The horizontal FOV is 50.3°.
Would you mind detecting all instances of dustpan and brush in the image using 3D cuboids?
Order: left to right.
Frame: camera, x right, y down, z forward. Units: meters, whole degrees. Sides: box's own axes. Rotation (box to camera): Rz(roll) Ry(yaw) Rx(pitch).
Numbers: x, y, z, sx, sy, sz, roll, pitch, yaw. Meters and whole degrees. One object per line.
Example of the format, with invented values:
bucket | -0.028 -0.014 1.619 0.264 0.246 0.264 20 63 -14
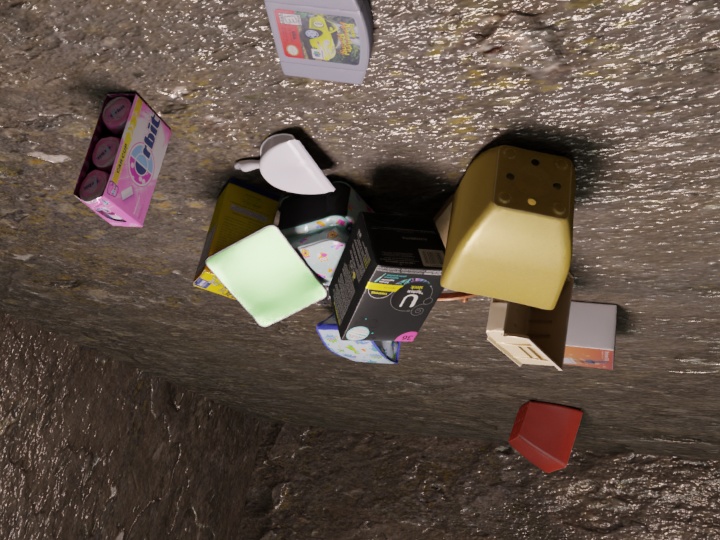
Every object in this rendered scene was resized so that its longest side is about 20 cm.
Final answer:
dustpan and brush | -0.152 -0.186 1.363 0.198 0.058 0.140 -8 141 29

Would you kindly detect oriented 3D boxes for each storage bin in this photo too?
storage bin | 0.336 0.068 1.517 0.093 0.203 0.198 -1 156 35

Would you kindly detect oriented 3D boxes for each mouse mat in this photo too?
mouse mat | -0.173 0.014 1.427 0.159 0.008 0.201 -26 126 15

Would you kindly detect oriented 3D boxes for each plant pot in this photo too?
plant pot | 0.246 -0.085 1.212 0.193 0.196 0.201 11 150 2
plant pot | 0.620 0.551 2.622 0.174 0.202 0.200 24 159 3

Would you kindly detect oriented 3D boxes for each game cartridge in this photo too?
game cartridge | -0.050 -0.314 0.994 0.131 0.041 0.200 5 158 7

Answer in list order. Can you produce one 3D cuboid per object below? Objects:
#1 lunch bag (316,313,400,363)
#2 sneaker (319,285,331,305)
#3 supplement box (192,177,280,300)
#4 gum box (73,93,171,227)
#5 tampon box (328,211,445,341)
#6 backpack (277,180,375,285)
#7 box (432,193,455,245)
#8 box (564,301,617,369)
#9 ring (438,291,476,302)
lunch bag | -0.003 0.176 2.079 0.168 0.129 0.199 0 166 30
sneaker | 0.000 0.000 1.577 0.197 0.091 0.067 -18 142 4
supplement box | -0.243 -0.059 1.510 0.108 0.203 0.109 19 158 -18
gum box | -0.399 -0.179 1.290 0.065 0.203 0.114 3 159 20
tampon box | 0.048 0.017 1.357 0.148 0.127 0.201 3 136 -22
backpack | -0.045 -0.059 1.468 0.174 0.155 0.199 -17 150 33
box | 0.187 -0.048 1.439 0.162 0.021 0.200 18 135 -21
box | 0.483 0.146 1.763 0.197 0.108 0.152 4 158 20
ring | 0.193 0.035 1.595 0.197 0.020 0.201 -6 -166 2
